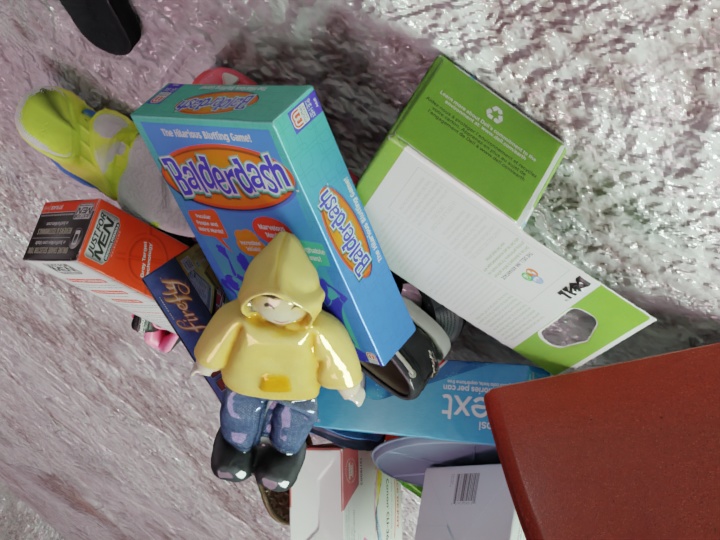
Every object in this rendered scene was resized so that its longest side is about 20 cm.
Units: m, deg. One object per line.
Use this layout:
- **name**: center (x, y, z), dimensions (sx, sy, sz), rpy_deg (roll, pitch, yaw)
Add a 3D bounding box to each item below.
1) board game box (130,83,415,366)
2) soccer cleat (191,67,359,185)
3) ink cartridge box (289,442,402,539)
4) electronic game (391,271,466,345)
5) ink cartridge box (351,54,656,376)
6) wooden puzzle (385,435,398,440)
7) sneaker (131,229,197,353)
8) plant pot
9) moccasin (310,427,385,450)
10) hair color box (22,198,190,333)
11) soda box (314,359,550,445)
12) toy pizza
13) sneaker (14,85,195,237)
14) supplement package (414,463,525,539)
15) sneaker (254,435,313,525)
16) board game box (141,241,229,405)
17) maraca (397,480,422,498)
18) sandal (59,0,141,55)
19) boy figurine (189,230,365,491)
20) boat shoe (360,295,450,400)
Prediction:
- **board game box**: center (-0.060, -0.033, 0.780), dimensions (0.151, 0.045, 0.202), rpy_deg (9, 134, 44)
- **soccer cleat**: center (-0.052, -0.074, 0.846), dimensions (0.200, 0.067, 0.076), rpy_deg (45, -178, -11)
- **ink cartridge box**: center (-0.006, 0.248, 1.228), dimensions (0.067, 0.118, 0.200), rpy_deg (-4, 174, 23)
- **electronic game**: center (0.000, 0.000, 0.940), dimensions (0.198, 0.042, 0.201), rpy_deg (25, 145, 18)
- **ink cartridge box**: center (0.094, -0.027, 0.751), dimensions (0.199, 0.076, 0.148), rpy_deg (34, 154, -3)
- **wooden puzzle**: center (0.033, 0.135, 1.140), dimensions (0.199, 0.037, 0.185), rpy_deg (33, 154, 1)
- **sneaker**: center (-0.202, 0.018, 1.143), dimensions (0.078, 0.096, 0.201), rpy_deg (26, 152, 17)
- **plant pot**: center (0.211, 0.192, 0.787), dimensions (0.197, 0.178, 0.201), rpy_deg (-13, 139, 11)
- **moccasin**: center (-0.066, 0.137, 1.150), dimensions (0.199, 0.081, 0.068), rpy_deg (31, 157, 21)
- **hair color box**: center (-0.192, 0.005, 1.017), dimensions (0.101, 0.062, 0.199), rpy_deg (2, 158, 46)
- **soda box**: center (0.059, 0.111, 0.966), dimensions (0.198, 0.069, 0.064), rpy_deg (2, 171, 27)
- **toy pizza**: center (0.109, 0.178, 1.077), dimensions (0.197, 0.032, 0.201), rpy_deg (5, 156, 2)
- **sneaker**: center (-0.214, -0.096, 1.010), dimensions (0.199, 0.076, 0.105), rpy_deg (35, 172, -4)
- **supplement package**: center (0.168, 0.276, 1.031), dimensions (0.198, 0.153, 0.151), rpy_deg (20, 160, -26)
- **sneaker**: center (-0.099, 0.176, 1.248), dimensions (0.090, 0.066, 0.203), rpy_deg (170, 89, -73)
- **board game box**: center (-0.100, 0.033, 0.934), dimensions (0.136, 0.034, 0.200), rpy_deg (58, -165, -5)
- **maraca**: center (0.118, 0.272, 1.202), dimensions (0.199, 0.107, 0.137), rpy_deg (29, 165, 27)
- **sandal**: center (-0.223, -0.227, 0.800), dimensions (0.075, 0.048, 0.201), rpy_deg (13, 148, 36)
- **boy figurine**: center (-0.054, 0.064, 0.765), dimensions (0.123, 0.065, 0.202), rpy_deg (14, 131, -1)
- **boat shoe**: center (-0.021, 0.028, 0.899), dimensions (0.199, 0.061, 0.074), rpy_deg (38, 147, -3)
